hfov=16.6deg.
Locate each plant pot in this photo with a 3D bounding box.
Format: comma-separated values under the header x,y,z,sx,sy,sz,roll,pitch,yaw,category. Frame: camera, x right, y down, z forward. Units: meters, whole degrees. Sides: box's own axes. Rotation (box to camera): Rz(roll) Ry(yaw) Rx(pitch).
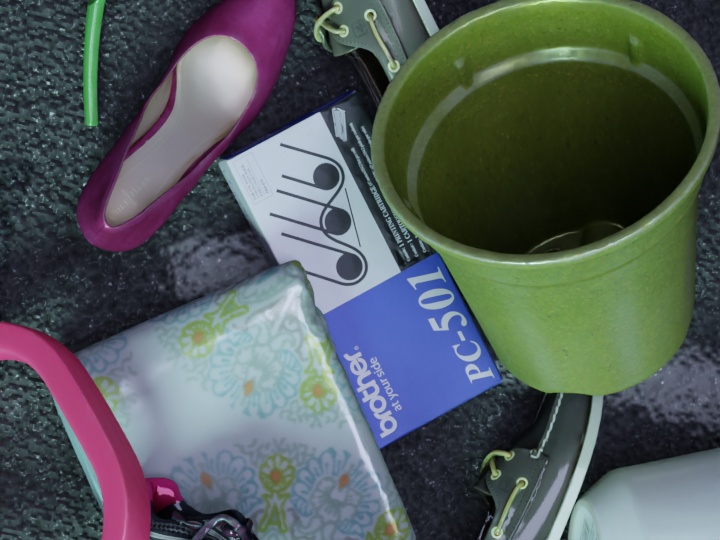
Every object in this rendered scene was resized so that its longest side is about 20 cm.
x,y,z,sx,sy,sz,roll,pitch,yaw,category
0.123,-0.029,1.452,0.199,0.185,0.201,-8,51,10,plant pot

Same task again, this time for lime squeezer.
x,y,z,sx,sy,sz,roll,pitch,yaw,category
-0.138,-0.189,1.498,0.071,0.038,0.201,38,80,-40,lime squeezer

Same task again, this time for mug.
x,y,z,sx,sy,sz,roll,pitch,yaw,category
0.210,0.194,1.503,0.152,0.149,0.188,-2,89,-11,mug

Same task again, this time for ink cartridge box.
x,y,z,sx,sy,sz,roll,pitch,yaw,category
0.000,0.000,1.514,0.094,0.044,0.201,-28,96,-9,ink cartridge box

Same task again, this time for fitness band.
x,y,z,sx,sy,sz,roll,pitch,yaw,category
-0.200,0.124,1.430,0.143,0.037,0.201,-39,63,10,fitness band

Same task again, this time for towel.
x,y,z,sx,sy,sz,roll,pitch,yaw,category
-0.076,0.116,1.481,0.170,0.048,0.201,-23,98,3,towel

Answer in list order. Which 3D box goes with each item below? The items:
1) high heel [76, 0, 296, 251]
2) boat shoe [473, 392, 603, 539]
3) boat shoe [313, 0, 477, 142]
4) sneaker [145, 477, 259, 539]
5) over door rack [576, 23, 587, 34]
x,y,z,sx,sy,sz,roll,pitch,yaw,category
-0.100,-0.096,1.467,0.067,0.096,0.200,44,82,-8,high heel
0.097,0.146,1.519,0.060,0.072,0.203,19,81,-3,boat shoe
0.009,-0.145,1.503,0.060,0.072,0.202,-36,100,-14,boat shoe
-0.068,0.176,1.390,0.199,0.080,0.075,16,95,33,sneaker
0.172,-0.233,1.530,0.147,0.067,0.201,-9,71,-12,over door rack
